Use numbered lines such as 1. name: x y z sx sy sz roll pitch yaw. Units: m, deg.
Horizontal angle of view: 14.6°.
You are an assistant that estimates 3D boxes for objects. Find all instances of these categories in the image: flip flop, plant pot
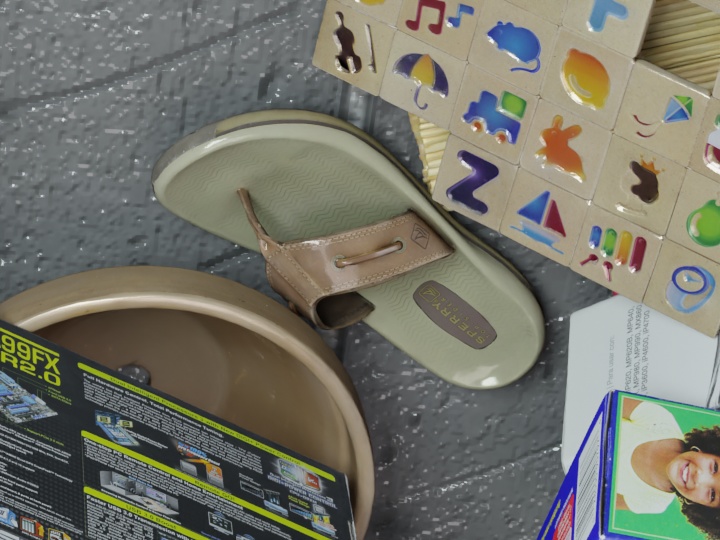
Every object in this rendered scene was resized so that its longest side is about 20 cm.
1. flip flop: 0.000 0.000 1.186 0.081 0.058 0.200 -35 124 30
2. plant pot: -0.096 0.070 1.205 0.200 0.093 0.202 -2 123 -4

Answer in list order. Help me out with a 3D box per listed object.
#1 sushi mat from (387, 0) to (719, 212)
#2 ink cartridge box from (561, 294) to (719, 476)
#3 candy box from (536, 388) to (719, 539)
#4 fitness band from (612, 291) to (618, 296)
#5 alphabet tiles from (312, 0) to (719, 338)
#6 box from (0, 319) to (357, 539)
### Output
1. sushi mat: 0.117 -0.083 1.179 0.199 0.012 0.096 -12 123 2
2. ink cartridge box: 0.202 0.053 1.164 0.199 0.084 0.144 -24 134 33
3. candy box: 0.175 0.136 1.144 0.199 0.077 0.169 10 145 -5
4. fitness band: 0.200 -0.024 1.205 0.199 0.038 0.144 -30 131 14
5. alphabet tiles: 0.075 -0.083 1.111 0.199 0.008 0.168 27 126 18
6. box: -0.090 0.102 1.077 0.199 0.160 0.044 26 115 -21
